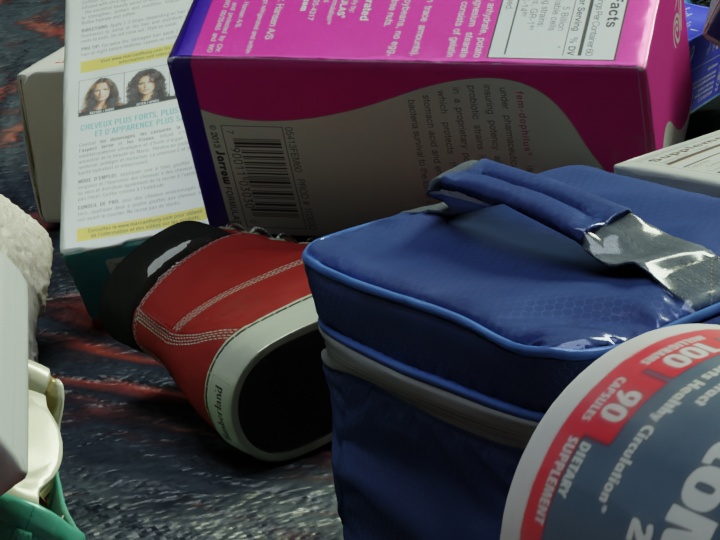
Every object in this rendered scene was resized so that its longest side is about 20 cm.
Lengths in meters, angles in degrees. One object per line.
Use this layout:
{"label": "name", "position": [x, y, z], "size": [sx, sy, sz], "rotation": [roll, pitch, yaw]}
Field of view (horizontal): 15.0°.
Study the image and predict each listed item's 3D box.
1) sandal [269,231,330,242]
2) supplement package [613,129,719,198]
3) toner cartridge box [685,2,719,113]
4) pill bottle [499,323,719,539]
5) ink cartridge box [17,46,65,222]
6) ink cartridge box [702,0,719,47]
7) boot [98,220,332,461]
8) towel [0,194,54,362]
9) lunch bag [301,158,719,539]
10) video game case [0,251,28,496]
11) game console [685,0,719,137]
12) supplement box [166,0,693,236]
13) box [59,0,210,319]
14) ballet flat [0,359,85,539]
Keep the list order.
{"label": "sandal", "position": [0.026, -0.015, 1.211], "size": [0.200, 0.058, 0.080], "rotation": [-31, 37, -22]}
{"label": "supplement package", "position": [0.196, 0.015, 0.942], "size": [0.109, 0.115, 0.199], "rotation": [-18, 19, -36]}
{"label": "toner cartridge box", "position": [0.116, -0.103, 1.306], "size": [0.094, 0.043, 0.200], "rotation": [13, 14, 16]}
{"label": "pill bottle", "position": [0.136, 0.091, 0.707], "size": [0.119, 0.120, 0.200], "rotation": [-16, 19, -28]}
{"label": "ink cartridge box", "position": [-0.074, -0.092, 1.440], "size": [0.146, 0.083, 0.200], "rotation": [-1, 18, 18]}
{"label": "ink cartridge box", "position": [0.251, -0.095, 1.231], "size": [0.196, 0.043, 0.200], "rotation": [30, 21, 1]}
{"label": "boot", "position": [0.000, 0.000, 1.114], "size": [0.199, 0.073, 0.144], "rotation": [-18, 28, -25]}
{"label": "towel", "position": [-0.209, -0.029, 1.126], "size": [0.034, 0.200, 0.133], "rotation": [-44, 24, 24]}
{"label": "lunch bag", "position": [0.070, 0.033, 0.899], "size": [0.135, 0.133, 0.200], "rotation": [-17, 20, -29]}
{"label": "video game case", "position": [-0.188, 0.077, 0.907], "size": [0.182, 0.023, 0.200], "rotation": [-36, 18, 4]}
{"label": "game console", "position": [0.167, -0.155, 1.495], "size": [0.175, 0.117, 0.200], "rotation": [5, 21, 35]}
{"label": "supplement box", "position": [0.034, -0.080, 1.154], "size": [0.199, 0.102, 0.104], "rotation": [4, 46, 15]}
{"label": "box", "position": [-0.094, -0.073, 1.276], "size": [0.082, 0.049, 0.201], "rotation": [-10, 48, 7]}
{"label": "ballet flat", "position": [-0.126, 0.069, 0.955], "size": [0.067, 0.071, 0.200], "rotation": [28, 10, -18]}
